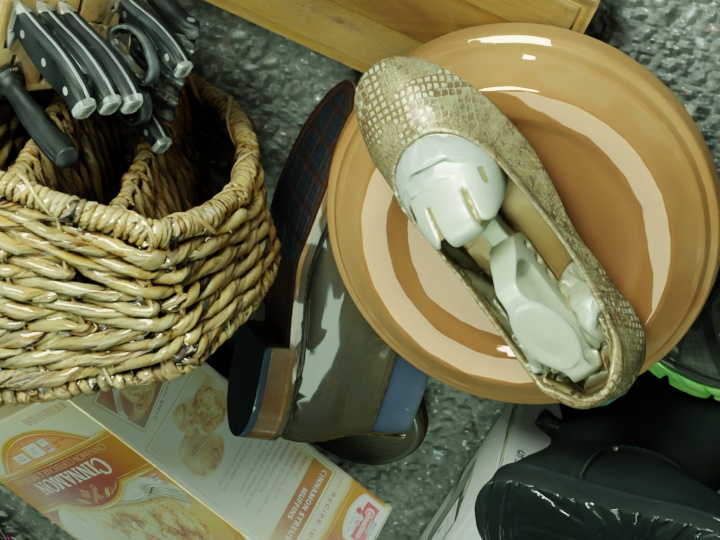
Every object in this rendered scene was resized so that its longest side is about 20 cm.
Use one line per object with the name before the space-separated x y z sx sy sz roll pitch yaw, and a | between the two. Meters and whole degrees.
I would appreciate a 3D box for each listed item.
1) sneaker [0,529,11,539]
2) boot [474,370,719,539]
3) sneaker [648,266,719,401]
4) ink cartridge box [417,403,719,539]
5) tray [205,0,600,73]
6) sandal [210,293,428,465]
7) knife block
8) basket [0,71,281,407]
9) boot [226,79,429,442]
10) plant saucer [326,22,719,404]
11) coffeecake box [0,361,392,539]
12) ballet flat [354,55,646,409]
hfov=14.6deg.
sneaker | -0.225 0.187 1.695 0.199 0.074 0.088 20 137 6
boot | 0.170 0.109 1.435 0.198 0.162 0.074 18 125 27
sneaker | 0.158 -0.003 1.430 0.200 0.077 0.084 33 127 -16
ink cartridge box | 0.107 0.180 1.586 0.145 0.084 0.200 26 131 -6
tray | 0.011 -0.145 1.383 0.199 0.037 0.099 23 131 -4
sandal | -0.047 0.043 1.540 0.082 0.055 0.200 -28 116 33
knife block | -0.171 -0.129 1.353 0.199 0.176 0.064 20 124 0
basket | -0.123 -0.046 1.389 0.142 0.200 0.150 -10 112 13
boot | 0.000 0.000 1.480 0.097 0.075 0.201 10 110 -21
plant saucer | 0.078 -0.021 1.384 0.199 0.037 0.201 5 113 11
coffeecake box | -0.107 0.115 1.572 0.200 0.073 0.153 39 150 -16
ballet flat | 0.067 -0.015 1.333 0.070 0.065 0.200 -38 101 22
